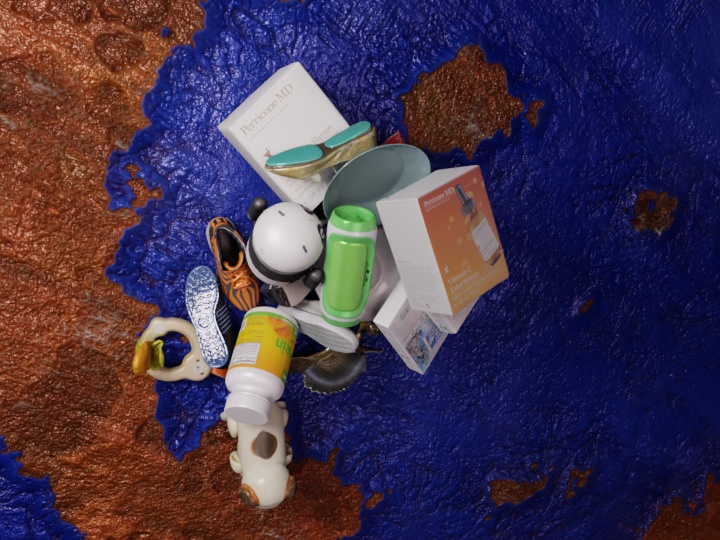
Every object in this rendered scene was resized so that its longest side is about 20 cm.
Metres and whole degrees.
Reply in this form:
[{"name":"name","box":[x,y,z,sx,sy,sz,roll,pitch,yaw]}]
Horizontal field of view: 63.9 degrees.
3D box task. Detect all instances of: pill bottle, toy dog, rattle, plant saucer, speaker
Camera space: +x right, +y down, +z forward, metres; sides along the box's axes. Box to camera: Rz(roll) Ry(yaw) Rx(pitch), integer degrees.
[{"name":"pill bottle","box":[-0.190,0.180,1.089,0.111,0.111,0.201,30,50,-26]},{"name":"toy dog","box":[-0.187,0.366,1.152,0.138,0.194,0.202,1,66,-29]},{"name":"rattle","box":[-0.325,0.173,1.104,0.199,0.143,0.131,33,72,-19]},{"name":"plant saucer","box":[0.023,-0.151,0.992,0.199,0.039,0.202,-19,149,-11]},{"name":"speaker","box":[-0.022,-0.005,0.996,0.088,0.089,0.202,-3,119,-20]}]

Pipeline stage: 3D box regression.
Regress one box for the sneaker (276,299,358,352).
[{"name":"sneaker","box":[-0.079,0.097,1.150,0.071,0.199,0.073,-48,146,-32]}]

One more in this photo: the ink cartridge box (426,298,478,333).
[{"name":"ink cartridge box","box":[0.152,-0.009,1.063,0.200,0.050,0.161,49,66,-25]}]

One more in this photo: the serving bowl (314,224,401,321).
[{"name":"serving bowl","box":[0.000,0.000,1.095,0.198,0.066,0.202,0,93,5]}]

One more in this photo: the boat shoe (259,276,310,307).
[{"name":"boat shoe","box":[-0.118,0.004,1.177,0.200,0.092,0.075,-37,113,-39]}]

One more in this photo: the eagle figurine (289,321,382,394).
[{"name":"eagle figurine","box":[-0.054,0.172,1.207,0.150,0.152,0.201,33,72,16]}]

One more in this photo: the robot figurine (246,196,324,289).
[{"name":"robot figurine","box":[-0.132,-0.044,1.007,0.149,0.200,0.126,14,74,-13]}]

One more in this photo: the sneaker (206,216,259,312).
[{"name":"sneaker","box":[-0.241,0.002,1.098,0.077,0.112,0.201,-24,112,-12]}]

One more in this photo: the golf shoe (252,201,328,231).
[{"name":"golf shoe","box":[-0.112,-0.080,1.155,0.198,0.078,0.095,-11,119,-11]}]

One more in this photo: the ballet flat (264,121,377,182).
[{"name":"ballet flat","box":[-0.060,-0.185,0.963,0.199,0.071,0.071,-25,112,-13]}]

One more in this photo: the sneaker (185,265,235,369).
[{"name":"sneaker","box":[-0.289,0.094,1.122,0.069,0.078,0.202,-12,79,0]}]

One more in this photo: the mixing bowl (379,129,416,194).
[{"name":"mixing bowl","box":[0.065,-0.163,1.146,0.108,0.201,0.201,-22,114,11]}]

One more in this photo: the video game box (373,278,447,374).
[{"name":"video game box","box":[0.126,0.070,1.115,0.201,0.047,0.183,-55,135,-19]}]

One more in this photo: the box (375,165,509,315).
[{"name":"box","box":[0.139,-0.051,0.959,0.152,0.106,0.202,-30,110,-30]}]

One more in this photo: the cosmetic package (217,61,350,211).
[{"name":"cosmetic package","box":[-0.124,-0.237,1.048,0.167,0.166,0.200,-44,114,-4]}]
